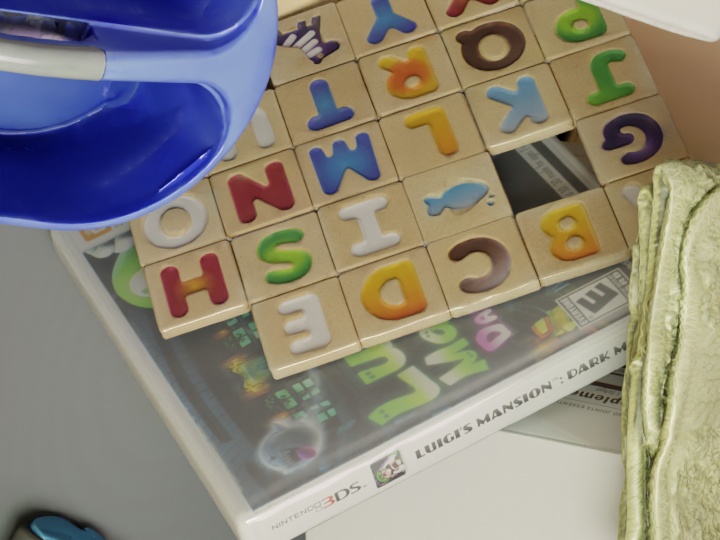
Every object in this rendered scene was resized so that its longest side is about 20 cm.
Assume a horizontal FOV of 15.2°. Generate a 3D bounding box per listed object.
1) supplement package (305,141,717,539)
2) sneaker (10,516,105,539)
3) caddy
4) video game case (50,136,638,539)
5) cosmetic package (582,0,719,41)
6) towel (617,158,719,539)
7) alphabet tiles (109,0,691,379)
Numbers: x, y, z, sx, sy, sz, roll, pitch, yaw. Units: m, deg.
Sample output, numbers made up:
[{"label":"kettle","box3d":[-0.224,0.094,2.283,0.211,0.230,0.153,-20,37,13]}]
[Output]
[{"label":"supplement package","box3d":[0.091,0.068,1.041,0.200,0.150,0.152,-44,134,-46]},{"label":"sneaker","box3d":[-0.080,0.190,1.088,0.200,0.073,0.082,43,104,6]},{"label":"caddy","box3d":[-0.128,-0.090,0.941,0.199,0.105,0.142,5,113,-26]},{"label":"video game case","box3d":[0.000,0.000,0.988,0.181,0.200,0.023,-27,130,-10]},{"label":"cosmetic package","box3d":[0.063,-0.215,0.932,0.166,0.167,0.201,14,107,-29]},{"label":"towel","box3d":[0.143,0.037,0.938,0.200,0.036,0.149,1,96,-58]},{"label":"alphabet tiles","box3d":[0.011,-0.044,0.990,0.199,0.168,0.008,-18,139,-1]}]
